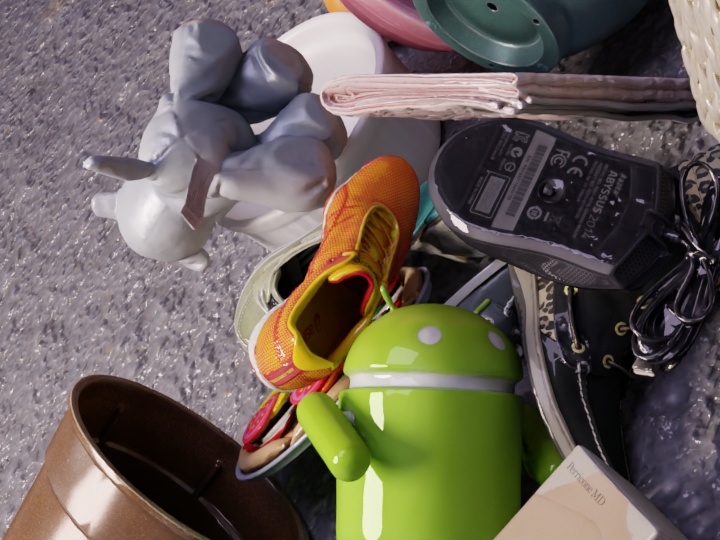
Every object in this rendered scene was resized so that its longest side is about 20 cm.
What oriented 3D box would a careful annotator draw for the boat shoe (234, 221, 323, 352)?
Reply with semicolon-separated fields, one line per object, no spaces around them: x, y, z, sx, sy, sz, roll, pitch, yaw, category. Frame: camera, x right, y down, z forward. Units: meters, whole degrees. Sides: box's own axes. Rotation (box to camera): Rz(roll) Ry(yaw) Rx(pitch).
-0.048;0.009;1.206;0.062;0.072;0.200;-28;-12;-45;boat shoe

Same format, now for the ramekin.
-0.029;-0.098;1.294;0.200;0.098;0.202;-29;42;30;ramekin

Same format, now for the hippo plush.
-0.107;-0.063;1.184;0.161;0.158;0.201;-58;5;51;hippo plush

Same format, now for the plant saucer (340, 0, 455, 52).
0.042;-0.246;1.271;0.051;0.199;0.202;-51;29;44;plant saucer

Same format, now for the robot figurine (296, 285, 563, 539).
0.043;0.113;0.996;0.115;0.174;0.202;-14;72;63;robot figurine

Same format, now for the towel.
0.105;-0.118;1.098;0.190;0.199;0.033;7;98;48;towel

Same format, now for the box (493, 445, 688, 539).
0.101;0.210;0.911;0.200;0.078;0.095;-50;36;4;box

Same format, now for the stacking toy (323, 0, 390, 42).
-0.021;-0.300;1.364;0.145;0.200;0.147;-29;42;30;stacking toy

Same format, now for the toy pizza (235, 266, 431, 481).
-0.026;0.066;1.139;0.200;0.032;0.200;-46;9;9;toy pizza

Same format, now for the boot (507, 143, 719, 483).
0.177;0.027;0.983;0.153;0.073;0.205;-21;60;19;boot

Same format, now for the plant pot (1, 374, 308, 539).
-0.172;0.214;1.128;0.199;0.199;0.200;-54;35;10;plant pot

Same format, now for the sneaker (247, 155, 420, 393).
0.000;0.000;1.064;0.077;0.073;0.201;-24;31;49;sneaker

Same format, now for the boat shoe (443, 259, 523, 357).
0.081;0.044;1.103;0.200;0.073;0.062;-41;80;5;boat shoe

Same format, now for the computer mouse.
0.132;-0.025;0.966;0.199;0.053;0.139;24;72;24;computer mouse

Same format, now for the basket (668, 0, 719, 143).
0.287;-0.146;0.909;0.199;0.136;0.123;-25;29;-7;basket

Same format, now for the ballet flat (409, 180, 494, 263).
0.070;-0.030;1.149;0.068;0.064;0.200;-51;7;-5;ballet flat

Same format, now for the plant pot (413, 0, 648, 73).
0.116;-0.225;1.140;0.199;0.200;0.135;8;61;50;plant pot
